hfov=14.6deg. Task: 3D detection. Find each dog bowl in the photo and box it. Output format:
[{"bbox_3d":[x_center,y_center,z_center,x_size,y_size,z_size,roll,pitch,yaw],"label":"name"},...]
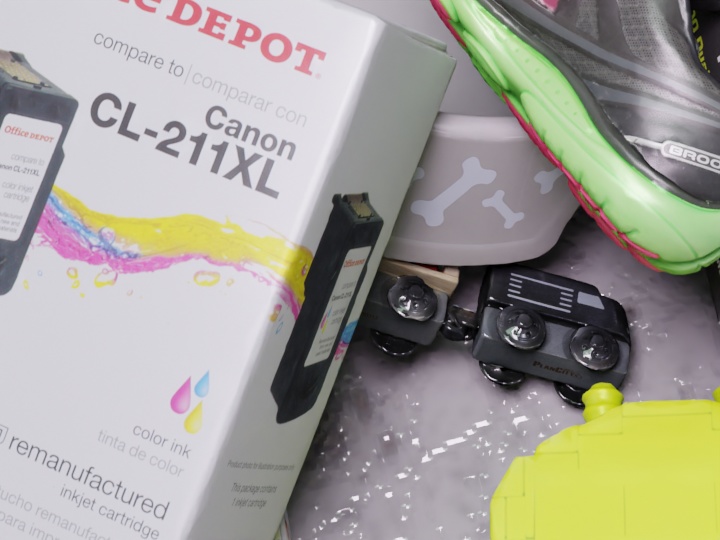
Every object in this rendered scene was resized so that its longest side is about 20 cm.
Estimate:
[{"bbox_3d":[0.026,-0.097,1.003,0.199,0.059,0.201,7,51,-8],"label":"dog bowl"}]

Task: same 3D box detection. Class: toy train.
[{"bbox_3d":[0.000,0.000,0.977,0.199,0.034,0.046,16,53,-6],"label":"toy train"}]

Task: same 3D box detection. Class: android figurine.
[{"bbox_3d":[0.104,0.127,0.921,0.181,0.041,0.201,-4,62,7],"label":"android figurine"}]

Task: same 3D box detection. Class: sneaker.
[{"bbox_3d":[0.072,-0.091,0.910,0.084,0.077,0.200,-36,72,1],"label":"sneaker"}]

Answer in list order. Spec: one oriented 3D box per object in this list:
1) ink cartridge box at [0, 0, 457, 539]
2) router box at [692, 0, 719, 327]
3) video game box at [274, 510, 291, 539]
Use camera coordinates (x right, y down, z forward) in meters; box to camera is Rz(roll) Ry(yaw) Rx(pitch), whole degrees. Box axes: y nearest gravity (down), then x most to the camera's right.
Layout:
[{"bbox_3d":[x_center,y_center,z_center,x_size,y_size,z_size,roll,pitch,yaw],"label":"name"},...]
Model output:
[{"bbox_3d":[-0.077,-0.008,0.902,0.145,0.083,0.201,22,93,19],"label":"ink cartridge box"},{"bbox_3d":[0.179,-0.085,0.963,0.149,0.062,0.201,-4,71,-20],"label":"router box"},{"bbox_3d":[-0.124,0.084,0.975,0.199,0.047,0.183,-12,58,2],"label":"video game box"}]
